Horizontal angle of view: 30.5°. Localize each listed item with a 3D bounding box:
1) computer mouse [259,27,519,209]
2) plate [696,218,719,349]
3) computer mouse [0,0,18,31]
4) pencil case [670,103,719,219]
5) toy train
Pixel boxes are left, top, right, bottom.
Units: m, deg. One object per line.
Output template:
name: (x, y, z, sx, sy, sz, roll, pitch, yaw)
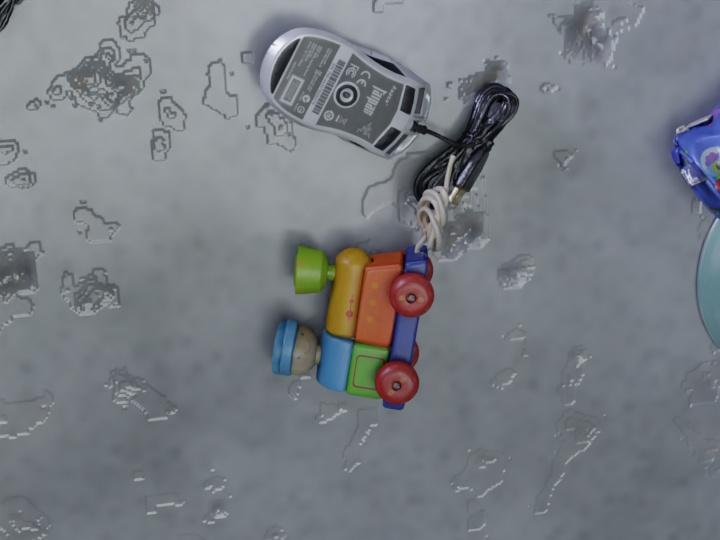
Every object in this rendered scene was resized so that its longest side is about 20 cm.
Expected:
computer mouse: (0.014, -0.126, 0.991, 0.199, 0.044, 0.110, 24, 106, -24)
plate: (0.382, 0.002, 1.116, 0.199, 0.026, 0.202, -4, 109, -11)
computer mouse: (-0.285, -0.259, 0.883, 0.138, 0.053, 0.200, -34, 122, 2)
pencil case: (0.331, -0.129, 1.036, 0.200, 0.078, 0.087, -43, 94, 4)
toy train: (0.000, 0.000, 1.013, 0.115, 0.085, 0.201, 9, 106, 0)
